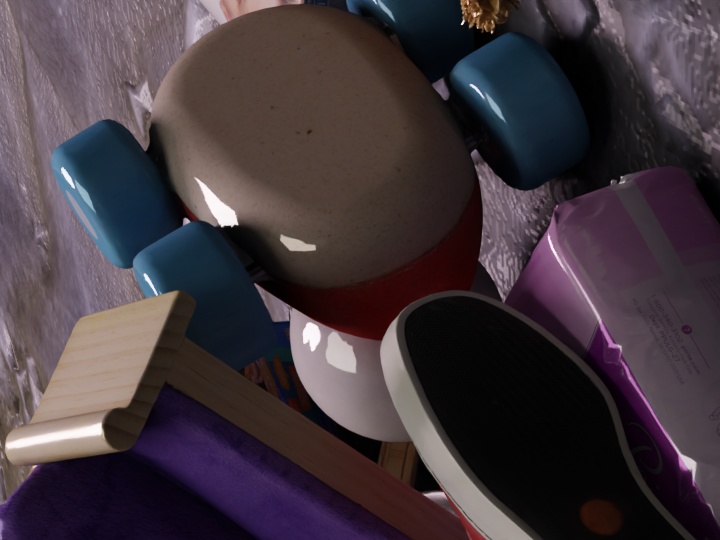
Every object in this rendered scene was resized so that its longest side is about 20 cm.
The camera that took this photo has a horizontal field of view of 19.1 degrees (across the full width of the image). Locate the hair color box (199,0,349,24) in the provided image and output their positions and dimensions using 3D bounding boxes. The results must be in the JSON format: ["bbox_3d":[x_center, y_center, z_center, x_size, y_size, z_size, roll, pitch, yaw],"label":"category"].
[{"bbox_3d":[-0.048,-0.172,1.029,0.200,0.061,0.100,49,147,43],"label":"hair color box"}]

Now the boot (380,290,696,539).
[{"bbox_3d":[0.061,0.115,0.774,0.200,0.072,0.144,55,149,29],"label":"boot"}]

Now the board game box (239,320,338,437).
[{"bbox_3d":[-0.056,0.103,1.100,0.200,0.045,0.152,4,-113,-74],"label":"board game box"}]

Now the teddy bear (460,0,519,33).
[{"bbox_3d":[0.032,-0.186,0.858,0.200,0.067,0.145,-131,43,-55],"label":"teddy bear"}]

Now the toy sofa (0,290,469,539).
[{"bbox_3d":[-0.032,0.100,0.803,0.200,0.098,0.083,35,154,-25],"label":"toy sofa"}]

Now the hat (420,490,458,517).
[{"bbox_3d":[0.075,0.171,0.932,0.201,0.081,0.201,31,131,42],"label":"hat"}]

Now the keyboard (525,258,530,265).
[{"bbox_3d":[0.103,0.093,0.925,0.056,0.011,0.200,19,122,62],"label":"keyboard"}]

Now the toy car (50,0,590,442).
[{"bbox_3d":[0.000,0.000,0.929,0.177,0.184,0.200,47,164,46],"label":"toy car"}]

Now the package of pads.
[{"bbox_3d":[0.121,0.074,0.793,0.200,0.076,0.121,63,154,24],"label":"package of pads"}]

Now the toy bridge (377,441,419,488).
[{"bbox_3d":[-0.007,0.135,1.017,0.027,0.200,0.067,7,144,31],"label":"toy bridge"}]
